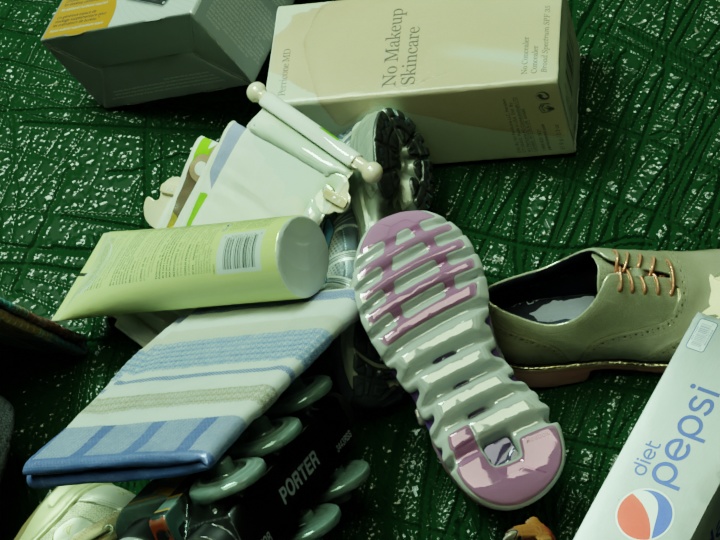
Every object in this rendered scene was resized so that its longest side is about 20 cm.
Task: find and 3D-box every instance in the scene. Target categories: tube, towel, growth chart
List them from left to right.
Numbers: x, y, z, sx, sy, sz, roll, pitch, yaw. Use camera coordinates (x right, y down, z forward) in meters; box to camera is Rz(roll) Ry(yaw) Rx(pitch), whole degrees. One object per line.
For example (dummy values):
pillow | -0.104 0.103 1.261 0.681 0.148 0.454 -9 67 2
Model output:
towel | -0.293 0.021 1.477 0.199 0.147 0.022 8 80 21
tube | -0.109 -0.003 1.437 0.199 0.058 0.052 -5 94 38
towel | -0.093 0.069 1.341 0.146 0.024 0.200 -8 23 34
growth chart | -0.085 -0.022 1.464 0.145 0.018 0.201 42 105 34

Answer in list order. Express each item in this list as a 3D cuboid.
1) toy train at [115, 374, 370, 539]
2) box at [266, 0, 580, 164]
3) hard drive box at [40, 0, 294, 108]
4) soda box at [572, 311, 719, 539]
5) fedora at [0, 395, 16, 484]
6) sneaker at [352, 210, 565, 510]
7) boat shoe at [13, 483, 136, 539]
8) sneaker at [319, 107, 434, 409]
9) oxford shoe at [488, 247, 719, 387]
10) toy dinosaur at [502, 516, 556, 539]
toy train | -0.072 0.130 1.319 0.113 0.086 0.200 -18 15 28
box | 0.043 -0.128 1.519 0.198 0.078 0.096 -5 54 13
hard drive box | -0.113 -0.221 1.605 0.155 0.077 0.201 -5 50 40
soda box | 0.181 0.127 1.301 0.063 0.068 0.201 19 63 26
fedora | -0.270 0.132 1.402 0.091 0.201 0.202 24 60 -6
sneaker | 0.055 0.061 1.360 0.080 0.089 0.201 -23 69 -5
boat shoe | -0.196 0.210 1.357 0.063 0.073 0.201 20 56 33
sneaker | 0.000 0.000 1.457 0.086 0.077 0.201 -20 55 39
oxford shoe | 0.170 0.019 1.378 0.199 0.074 0.071 -15 52 6
toy dinosaur | 0.015 0.175 1.303 0.181 0.105 0.200 -27 45 -17
